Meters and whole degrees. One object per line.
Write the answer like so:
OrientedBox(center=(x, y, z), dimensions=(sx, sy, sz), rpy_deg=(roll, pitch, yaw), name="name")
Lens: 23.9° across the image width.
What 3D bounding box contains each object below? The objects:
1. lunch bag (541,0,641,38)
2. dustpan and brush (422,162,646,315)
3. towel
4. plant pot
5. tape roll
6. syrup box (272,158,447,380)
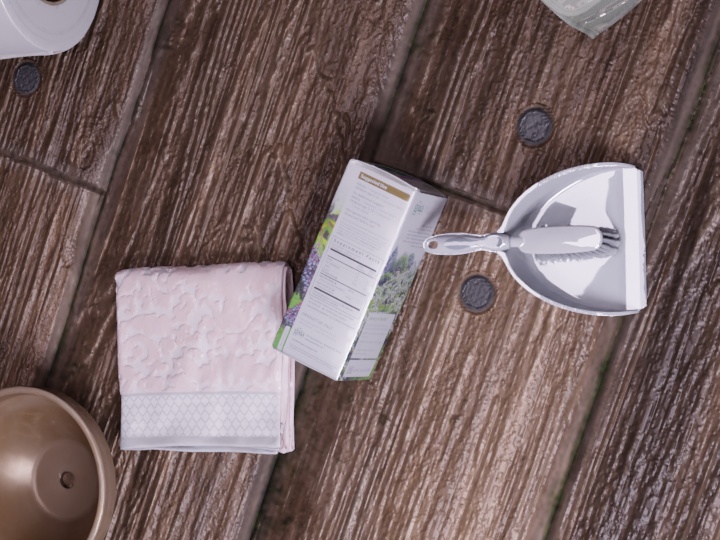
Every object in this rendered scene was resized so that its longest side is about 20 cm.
OrientedBox(center=(0.213, -0.302, 1.483), dimensions=(0.164, 0.200, 0.118), rpy_deg=(-39, 73, 17), name="lunch bag")
OrientedBox(center=(0.158, -0.026, 1.571), dimensions=(0.199, 0.057, 0.140), rpy_deg=(-3, 87, 24), name="dustpan and brush")
OrientedBox(center=(-0.160, 0.089, 1.726), dimensions=(0.199, 0.032, 0.192), rpy_deg=(-2, 87, 23), name="towel")
OrientedBox(center=(-0.325, 0.219, 1.761), dimensions=(0.200, 0.093, 0.202), rpy_deg=(-1, 89, 24), name="plant pot")
OrientedBox(center=(-0.375, -0.321, 1.747), dimensions=(0.139, 0.203, 0.204), rpy_deg=(-1, 87, 24), name="tape roll")
OrientedBox(center=(0.000, 0.000, 1.632), dimensions=(0.081, 0.079, 0.201), rpy_deg=(25, 98, 23), name="syrup box")
